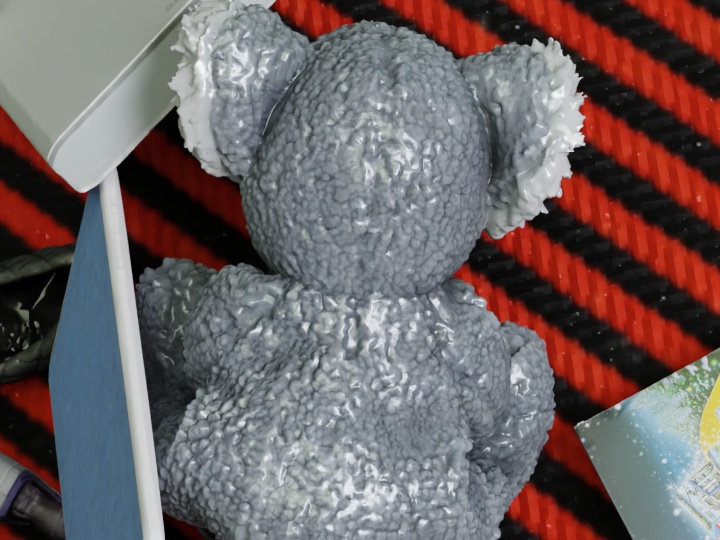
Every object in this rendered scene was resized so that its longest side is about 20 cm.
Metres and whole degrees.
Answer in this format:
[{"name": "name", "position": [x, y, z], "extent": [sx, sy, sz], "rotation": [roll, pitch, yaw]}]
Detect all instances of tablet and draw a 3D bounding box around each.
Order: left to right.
[{"name": "tablet", "position": [-0.097, 0.069, 1.004], "extent": [0.014, 0.131, 0.201], "rotation": [3, 45, -16]}]

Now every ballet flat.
[{"name": "ballet flat", "position": [-0.192, 0.033, 1.133], "extent": [0.199, 0.057, 0.067], "rotation": [-25, 72, 6]}]

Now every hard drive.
[{"name": "hard drive", "position": [-0.098, -0.110, 1.090], "extent": [0.132, 0.200, 0.026], "rotation": [-46, 115, -1]}]

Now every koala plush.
[{"name": "koala plush", "position": [0.000, 0.000, 0.991], "extent": [0.176, 0.184, 0.201], "rotation": [12, 107, 1]}]

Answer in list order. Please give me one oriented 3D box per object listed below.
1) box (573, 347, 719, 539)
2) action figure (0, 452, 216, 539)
[{"name": "box", "position": [0.190, 0.118, 1.040], "extent": [0.136, 0.038, 0.201], "rotation": [-29, 73, 5]}, {"name": "action figure", "position": [-0.096, 0.132, 1.087], "extent": [0.199, 0.069, 0.131], "rotation": [25, 76, 12]}]
